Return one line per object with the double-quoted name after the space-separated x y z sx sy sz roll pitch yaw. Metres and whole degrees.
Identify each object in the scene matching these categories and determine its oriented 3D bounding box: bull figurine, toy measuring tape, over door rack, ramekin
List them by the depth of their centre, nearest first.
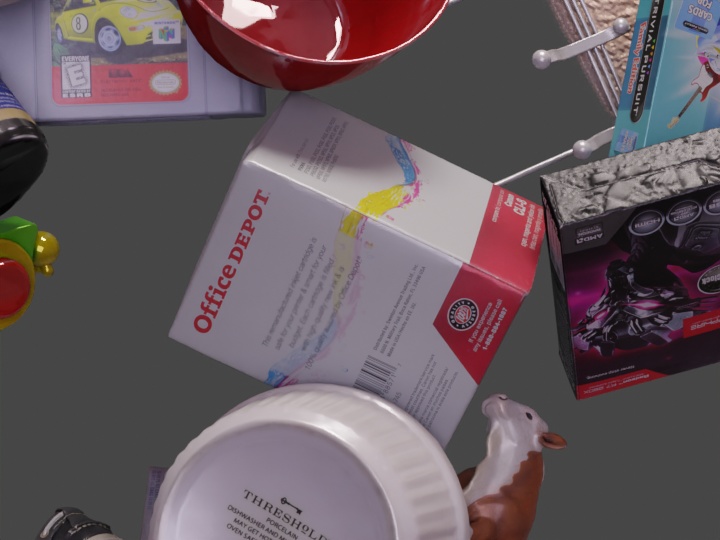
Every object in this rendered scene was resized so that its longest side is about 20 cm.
-0.039 0.170 1.310 0.202 0.094 0.203 -1 87 16 "ramekin"
0.070 0.180 1.412 0.065 0.121 0.200 34 128 36 "bull figurine"
-0.288 0.020 1.428 0.200 0.074 0.074 -22 89 -35 "toy measuring tape"
0.098 -0.131 1.466 0.200 0.067 0.148 -24 88 -2 "over door rack"

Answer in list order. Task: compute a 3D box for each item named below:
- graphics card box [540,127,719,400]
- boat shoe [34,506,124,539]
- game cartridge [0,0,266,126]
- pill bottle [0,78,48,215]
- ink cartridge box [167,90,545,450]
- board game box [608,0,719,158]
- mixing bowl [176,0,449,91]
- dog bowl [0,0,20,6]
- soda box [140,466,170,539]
0.190 0.000 1.406 0.125 0.200 0.051 -14 50 -2 "graphics card box"
-0.224 0.260 1.458 0.068 0.072 0.200 28 96 36 "boat shoe"
-0.168 -0.169 1.477 0.200 0.041 0.133 -3 85 -2 "game cartridge"
-0.308 -0.125 1.422 0.112 0.112 0.200 -39 74 -2 "pill bottle"
0.000 0.000 1.400 0.200 0.145 0.145 26 117 -1 "ink cartridge box"
0.256 -0.125 1.453 0.151 0.047 0.200 12 88 -25 "board game box"
-0.046 -0.195 1.404 0.200 0.108 0.200 8 62 -15 "mixing bowl"
-0.283 -0.238 1.407 0.200 0.200 0.059 10 126 -1 "dog bowl"
-0.120 0.235 1.409 0.063 0.070 0.200 5 61 -1 "soda box"
